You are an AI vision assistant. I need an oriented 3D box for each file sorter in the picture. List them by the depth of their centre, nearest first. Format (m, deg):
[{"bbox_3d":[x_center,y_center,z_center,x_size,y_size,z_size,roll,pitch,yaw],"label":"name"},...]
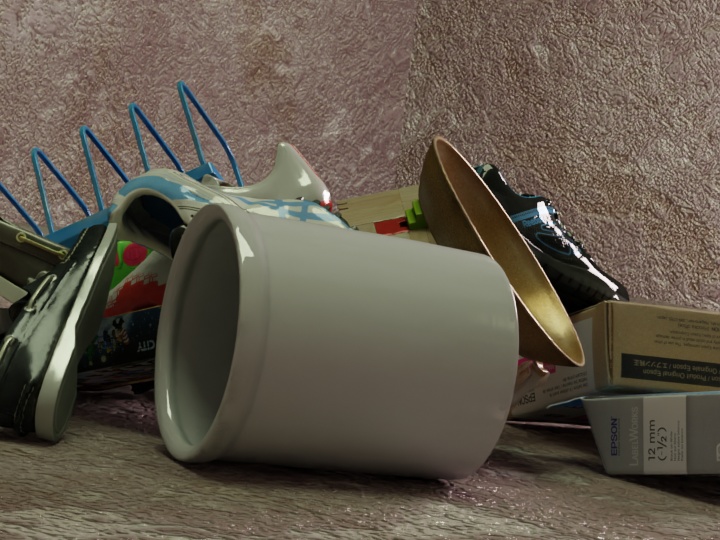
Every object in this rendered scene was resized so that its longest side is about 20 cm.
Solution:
[{"bbox_3d":[-0.200,-0.051,1.935,0.200,0.123,0.139,-23,-34,7],"label":"file sorter"}]

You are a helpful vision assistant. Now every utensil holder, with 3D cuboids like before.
[{"bbox_3d":[-0.018,0.053,1.532,0.200,0.170,0.170,8,3,-23],"label":"utensil holder"}]

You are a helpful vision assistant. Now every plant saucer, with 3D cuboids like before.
[{"bbox_3d":[0.096,-0.006,1.679,0.035,0.200,0.200,-33,-5,11],"label":"plant saucer"}]

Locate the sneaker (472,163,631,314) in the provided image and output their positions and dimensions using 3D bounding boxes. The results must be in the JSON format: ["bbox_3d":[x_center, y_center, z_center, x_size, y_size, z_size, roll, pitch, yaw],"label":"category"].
[{"bbox_3d":[0.153,-0.018,1.857,0.073,0.082,0.200,-14,-33,42],"label":"sneaker"}]

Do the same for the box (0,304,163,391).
[{"bbox_3d":[-0.166,0.059,1.697,0.200,0.038,0.136,-12,-9,36],"label":"box"}]

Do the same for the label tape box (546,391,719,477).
[{"bbox_3d":[0.258,0.124,1.719,0.143,0.066,0.200,4,-9,-39],"label":"label tape box"}]

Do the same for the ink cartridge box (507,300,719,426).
[{"bbox_3d":[0.228,0.083,1.903,0.164,0.075,0.200,5,-13,-22],"label":"ink cartridge box"}]

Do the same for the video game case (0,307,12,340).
[{"bbox_3d":[-0.248,0.048,1.824,0.182,0.023,0.200,0,-8,-35],"label":"video game case"}]

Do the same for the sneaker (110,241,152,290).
[{"bbox_3d":[-0.133,-0.007,1.829,0.084,0.077,0.200,-4,-3,-42],"label":"sneaker"}]

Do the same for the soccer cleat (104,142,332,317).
[{"bbox_3d":[-0.116,-0.024,1.722,0.200,0.085,0.069,-27,-10,9],"label":"soccer cleat"}]

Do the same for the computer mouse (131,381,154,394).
[{"bbox_3d":[-0.142,0.050,1.880,0.059,0.034,0.200,-20,12,23],"label":"computer mouse"}]

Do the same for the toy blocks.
[{"bbox_3d":[0.000,0.000,1.763,0.136,0.100,0.200,-12,28,-1],"label":"toy blocks"}]

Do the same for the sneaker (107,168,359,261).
[{"bbox_3d":[-0.088,-0.021,1.636,0.200,0.072,0.072,14,39,22],"label":"sneaker"}]

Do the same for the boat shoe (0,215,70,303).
[{"bbox_3d":[-0.289,-0.035,1.699,0.202,0.060,0.072,33,-1,15],"label":"boat shoe"}]

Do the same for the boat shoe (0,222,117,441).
[{"bbox_3d":[-0.211,0.033,1.566,0.060,0.076,0.200,10,37,3],"label":"boat shoe"}]

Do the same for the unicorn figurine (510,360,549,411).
[{"bbox_3d":[0.050,0.090,1.701,0.200,0.137,0.074,31,26,-38],"label":"unicorn figurine"}]
